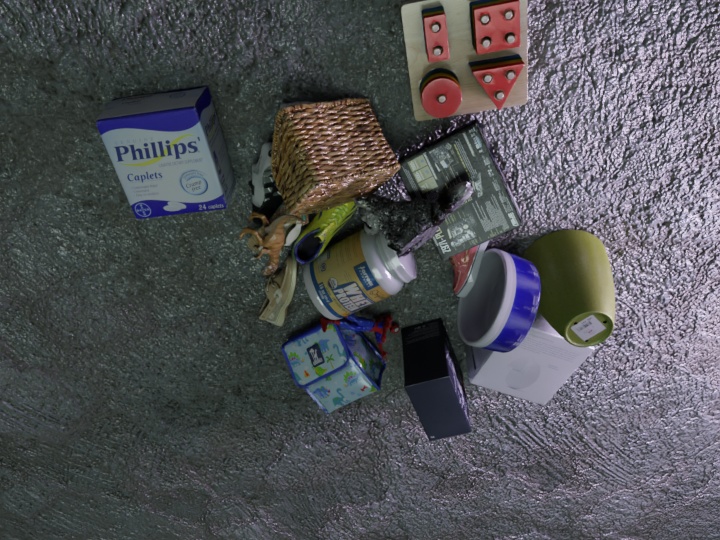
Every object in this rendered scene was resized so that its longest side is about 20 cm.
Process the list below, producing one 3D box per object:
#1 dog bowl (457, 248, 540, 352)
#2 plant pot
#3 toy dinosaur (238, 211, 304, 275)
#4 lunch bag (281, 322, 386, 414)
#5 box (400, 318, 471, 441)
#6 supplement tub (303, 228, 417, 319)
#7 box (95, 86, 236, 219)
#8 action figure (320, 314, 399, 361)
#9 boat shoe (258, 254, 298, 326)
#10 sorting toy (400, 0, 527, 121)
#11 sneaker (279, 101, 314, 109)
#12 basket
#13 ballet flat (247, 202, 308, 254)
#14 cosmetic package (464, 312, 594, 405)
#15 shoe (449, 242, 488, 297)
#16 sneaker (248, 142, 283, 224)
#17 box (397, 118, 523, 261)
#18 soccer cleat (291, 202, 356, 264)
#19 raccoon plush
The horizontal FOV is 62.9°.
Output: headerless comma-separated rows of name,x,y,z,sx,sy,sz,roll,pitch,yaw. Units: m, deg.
dog bowl,0.276,0.062,1.195,0.078,0.201,0.201,16,126,-14
plant pot,0.428,0.051,1.181,0.186,0.201,0.188,1,128,1
toy dinosaur,-0.164,-0.071,1.101,0.106,0.061,0.200,26,141,-1
lunch bag,-0.065,0.214,1.376,0.170,0.128,0.200,-29,108,24
box,0.174,0.252,1.353,0.103,0.183,0.201,-16,126,14
supplement tub,0.000,0.000,1.190,0.199,0.145,0.145,-26,122,20
box,-0.344,-0.210,1.067,0.183,0.105,0.201,-6,126,6
action figure,0.016,0.143,1.303,0.199,0.099,0.065,7,143,-37
boat shoe,-0.178,0.042,1.277,0.065,0.072,0.201,14,132,-10
sorting toy,0.178,-0.346,0.969,0.199,0.070,0.200,-7,127,7
sneaker,-0.091,-0.213,1.080,0.080,0.071,0.201,-9,127,4
basket,-0.059,-0.196,1.028,0.143,0.199,0.150,-36,77,54
ballet flat,-0.165,-0.070,1.161,0.070,0.066,0.200,-4,156,-37
cosmetic package,0.372,0.172,1.324,0.198,0.123,0.201,19,127,-12
shoe,0.201,-0.039,1.206,0.090,0.072,0.201,12,122,-5
sneaker,-0.174,-0.165,1.126,0.074,0.089,0.200,-12,156,-26
box,0.181,-0.146,1.073,0.163,0.086,0.201,-25,102,19
soccer cleat,-0.063,-0.091,1.143,0.065,0.084,0.200,36,103,-15
raccoon plush,0.086,-0.121,1.031,0.200,0.097,0.134,-40,77,12
